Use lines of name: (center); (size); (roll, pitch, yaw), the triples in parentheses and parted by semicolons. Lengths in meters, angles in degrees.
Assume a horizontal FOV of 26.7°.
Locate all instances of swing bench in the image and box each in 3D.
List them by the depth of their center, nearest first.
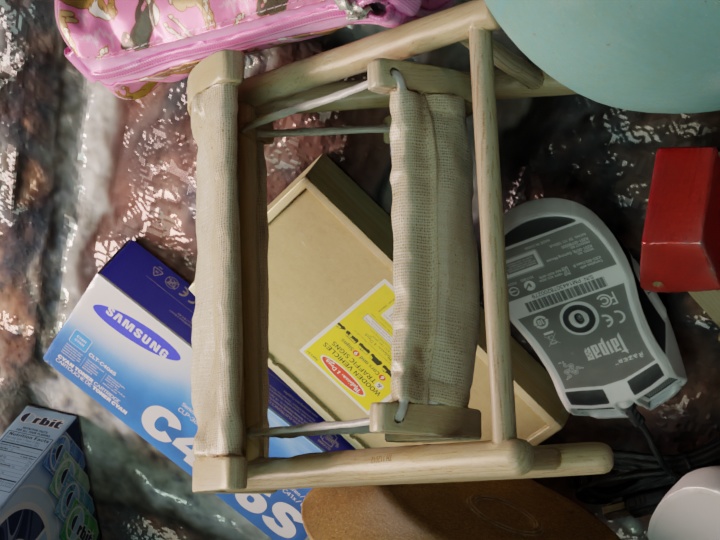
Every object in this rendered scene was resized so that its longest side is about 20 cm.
swing bench: (0.000, 0.000, 0.702); (0.200, 0.130, 0.199); (-7, 80, 26)

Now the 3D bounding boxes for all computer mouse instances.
computer mouse: (0.133, 0.040, 0.788); (0.109, 0.044, 0.200); (-19, 113, 25)

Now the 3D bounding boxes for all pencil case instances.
pencil case: (-0.052, -0.138, 0.725); (0.200, 0.086, 0.083); (-8, 97, 34)

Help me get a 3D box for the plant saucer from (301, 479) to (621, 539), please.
plant saucer: (0.069, 0.140, 0.780); (0.200, 0.200, 0.036); (23, 103, 11)

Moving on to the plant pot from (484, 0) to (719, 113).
plant pot: (0.131, -0.153, 0.562); (0.201, 0.201, 0.161); (43, 141, -6)

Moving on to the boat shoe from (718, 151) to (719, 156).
boat shoe: (0.224, -0.069, 0.657); (0.200, 0.071, 0.069); (-13, 90, 42)

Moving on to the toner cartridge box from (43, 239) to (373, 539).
toner cartridge box: (-0.091, 0.079, 0.931); (0.200, 0.043, 0.095); (38, 130, -2)

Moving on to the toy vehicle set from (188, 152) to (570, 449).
toy vehicle set: (0.010, 0.042, 0.863); (0.200, 0.027, 0.124); (44, 131, -8)

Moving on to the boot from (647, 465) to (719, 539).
boot: (0.201, 0.136, 0.770); (0.073, 0.096, 0.200); (28, 150, 27)

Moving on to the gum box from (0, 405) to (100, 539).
gum box: (-0.242, 0.217, 1.001); (0.044, 0.200, 0.170); (10, 127, 20)

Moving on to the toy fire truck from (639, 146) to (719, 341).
toy fire truck: (0.209, 0.018, 0.676); (0.141, 0.049, 0.200); (1, 151, 24)
